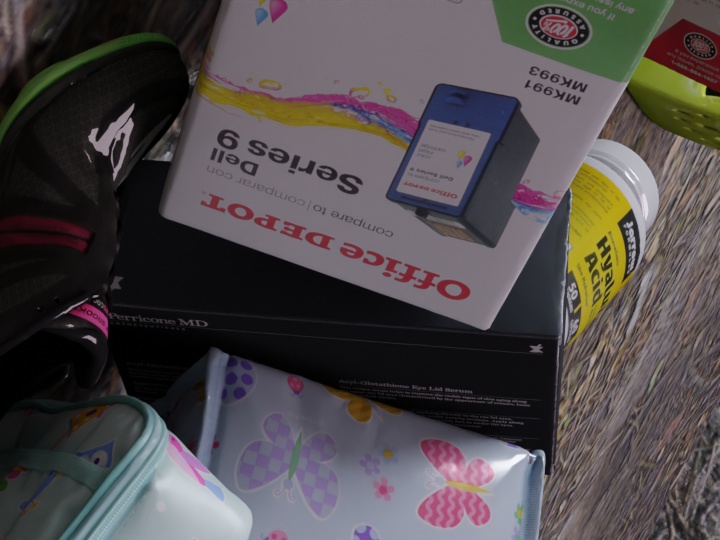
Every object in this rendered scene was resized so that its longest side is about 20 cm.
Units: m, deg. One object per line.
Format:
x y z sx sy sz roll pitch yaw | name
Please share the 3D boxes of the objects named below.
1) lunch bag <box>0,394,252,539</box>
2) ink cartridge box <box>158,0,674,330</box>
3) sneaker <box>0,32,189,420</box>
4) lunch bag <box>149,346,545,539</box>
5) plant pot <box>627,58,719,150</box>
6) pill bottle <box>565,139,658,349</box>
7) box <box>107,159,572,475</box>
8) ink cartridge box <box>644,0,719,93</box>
-0.133 0.121 0.770 0.161 0.077 0.199 -55 -157 -20 | lunch bag
0.020 -0.085 0.741 0.200 0.144 0.088 117 -8 -51 | ink cartridge box
-0.119 0.000 0.764 0.201 0.083 0.077 -58 162 -12 | sneaker
-0.020 0.157 0.850 0.127 0.168 0.202 143 -37 -61 | lunch bag
0.345 -0.182 1.611 0.200 0.181 0.200 -62 161 2 | plant pot
0.129 -0.015 1.374 0.200 0.111 0.112 -42 153 -48 | pill bottle
-0.007 0.023 0.899 0.141 0.198 0.080 83 13 -63 | box
0.205 -0.226 1.221 0.083 0.145 0.201 -46 156 -36 | ink cartridge box
